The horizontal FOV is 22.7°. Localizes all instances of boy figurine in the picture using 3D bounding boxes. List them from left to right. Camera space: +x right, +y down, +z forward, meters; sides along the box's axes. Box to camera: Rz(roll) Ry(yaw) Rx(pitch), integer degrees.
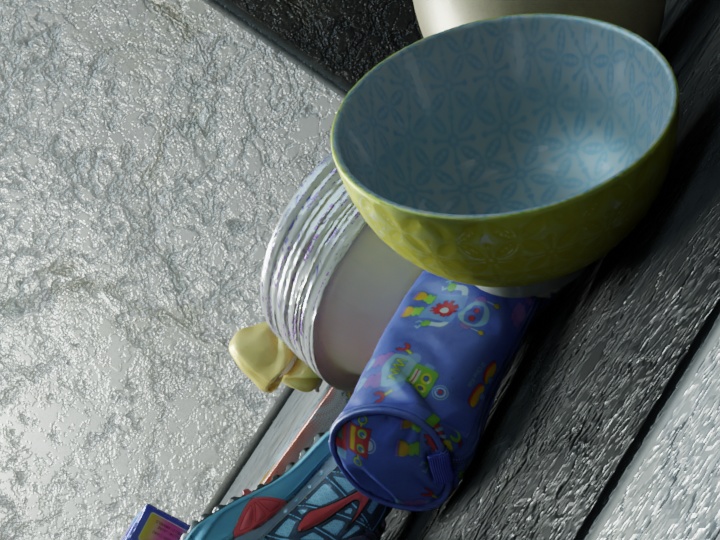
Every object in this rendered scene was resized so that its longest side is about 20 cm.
[{"bbox_3d":[-0.027,0.062,1.561,0.199,0.065,0.125,-3,-42,-49],"label":"boy figurine"}]

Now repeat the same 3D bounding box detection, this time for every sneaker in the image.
[{"bbox_3d":[-0.014,0.163,1.105,0.199,0.096,0.080,-34,-34,-17],"label":"sneaker"}]

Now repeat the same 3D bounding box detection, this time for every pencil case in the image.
[{"bbox_3d":[0.056,0.051,1.072,0.200,0.086,0.078,-57,-40,-42],"label":"pencil case"}]

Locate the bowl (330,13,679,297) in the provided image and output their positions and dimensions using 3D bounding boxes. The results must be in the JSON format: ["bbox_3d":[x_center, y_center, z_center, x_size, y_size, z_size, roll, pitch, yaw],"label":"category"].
[{"bbox_3d":[0.089,-0.051,1.035,0.201,0.199,0.108,-58,-36,-41],"label":"bowl"}]

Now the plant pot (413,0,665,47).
[{"bbox_3d":[0.142,-0.171,1.367,0.200,0.199,0.135,129,139,-65],"label":"plant pot"}]

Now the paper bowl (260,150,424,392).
[{"bbox_3d":[0.037,-0.002,1.230,0.200,0.104,0.201,-32,-35,-26],"label":"paper bowl"}]

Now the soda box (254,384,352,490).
[{"bbox_3d":[-0.020,0.142,1.526,0.200,0.063,0.068,-54,2,27],"label":"soda box"}]

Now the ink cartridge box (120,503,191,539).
[{"bbox_3d":[-0.138,0.256,1.475,0.077,0.136,0.200,-61,3,-10],"label":"ink cartridge box"}]
